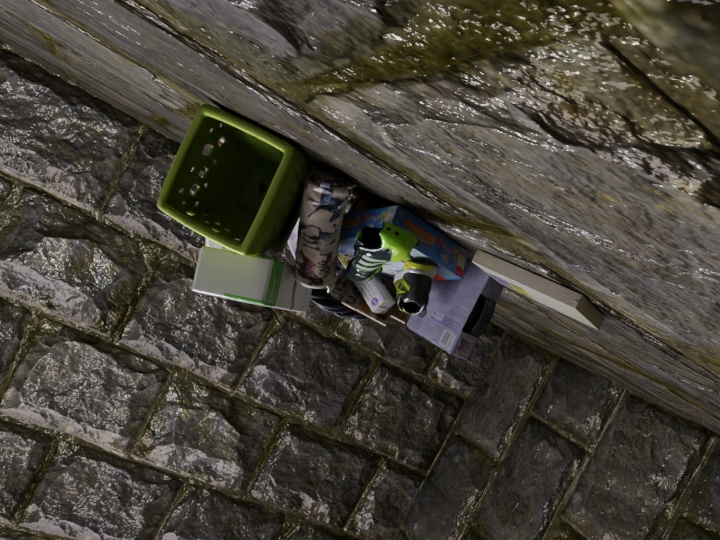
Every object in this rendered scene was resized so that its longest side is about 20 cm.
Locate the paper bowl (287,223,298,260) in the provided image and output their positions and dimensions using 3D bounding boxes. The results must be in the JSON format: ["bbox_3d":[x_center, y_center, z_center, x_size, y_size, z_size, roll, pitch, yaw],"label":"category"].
[{"bbox_3d":[-0.103,-0.106,1.457,0.104,0.201,0.201,-17,-161,-20],"label":"paper bowl"}]

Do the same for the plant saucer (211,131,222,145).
[{"bbox_3d":[-0.270,-0.269,1.517,0.200,0.038,0.200,30,179,0],"label":"plant saucer"}]

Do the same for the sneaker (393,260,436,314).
[{"bbox_3d":[0.091,0.044,1.211,0.074,0.085,0.200,15,163,6],"label":"sneaker"}]

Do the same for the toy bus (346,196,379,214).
[{"bbox_3d":[0.019,-0.096,1.372,0.078,0.065,0.200,27,179,15],"label":"toy bus"}]

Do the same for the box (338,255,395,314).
[{"bbox_3d":[0.000,0.000,1.322,0.041,0.039,0.200,14,-144,-52],"label":"box"}]

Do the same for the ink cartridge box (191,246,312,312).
[{"bbox_3d":[-0.190,0.020,1.205,0.145,0.084,0.200,10,175,19],"label":"ink cartridge box"}]

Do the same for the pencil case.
[{"bbox_3d":[-0.066,-0.067,1.134,0.089,0.201,0.078,24,-155,34],"label":"pencil case"}]

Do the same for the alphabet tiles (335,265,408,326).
[{"bbox_3d":[0.036,0.030,1.356,0.166,0.006,0.200,29,-141,0],"label":"alphabet tiles"}]

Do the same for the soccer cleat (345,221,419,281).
[{"bbox_3d":[0.017,-0.034,1.082,0.081,0.068,0.200,32,153,-18],"label":"soccer cleat"}]

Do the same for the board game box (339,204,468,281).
[{"bbox_3d":[0.060,-0.043,1.206,0.200,0.056,0.196,29,159,-38],"label":"board game box"}]

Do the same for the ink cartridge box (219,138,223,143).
[{"bbox_3d":[-0.199,-0.208,1.342,0.200,0.037,0.095,46,172,-23],"label":"ink cartridge box"}]

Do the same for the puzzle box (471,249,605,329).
[{"bbox_3d":[0.292,0.030,1.081,0.200,0.025,0.133,29,180,39],"label":"puzzle box"}]

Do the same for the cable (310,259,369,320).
[{"bbox_3d":[-0.049,0.035,1.345,0.199,0.051,0.163,9,-137,-23],"label":"cable"}]

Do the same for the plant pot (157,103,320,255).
[{"bbox_3d":[-0.198,-0.148,1.149,0.199,0.200,0.181,28,-173,18],"label":"plant pot"}]

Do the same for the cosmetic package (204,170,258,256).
[{"bbox_3d":[-0.261,-0.116,1.317,0.105,0.071,0.200,-1,-137,-15],"label":"cosmetic package"}]

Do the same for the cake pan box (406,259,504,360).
[{"bbox_3d":[0.193,0.067,1.333,0.052,0.185,0.200,24,-179,-26],"label":"cake pan box"}]
